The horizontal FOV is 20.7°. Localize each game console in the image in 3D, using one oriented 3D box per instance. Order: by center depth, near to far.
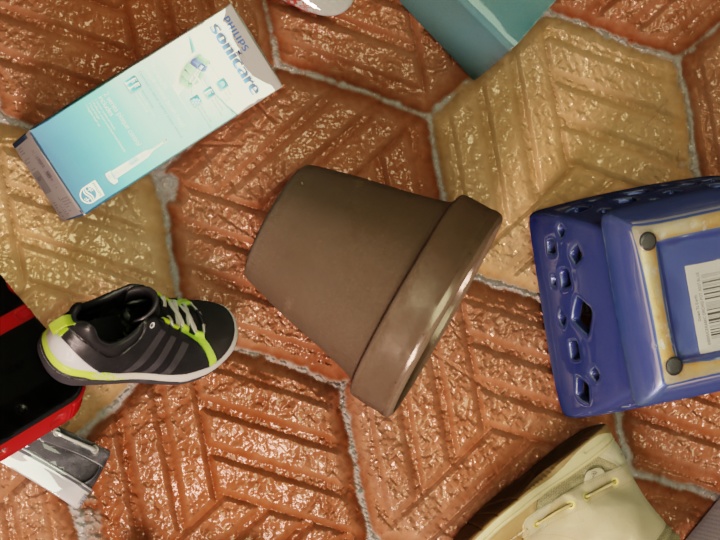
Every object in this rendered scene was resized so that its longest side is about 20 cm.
[{"bbox_3d":[-0.339,0.082,1.605,0.177,0.031,0.200,47,47,13],"label":"game console"}]

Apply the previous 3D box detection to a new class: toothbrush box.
[{"bbox_3d":[-0.181,-0.130,1.654,0.200,0.146,0.085,-33,98,-12],"label":"toothbrush box"}]

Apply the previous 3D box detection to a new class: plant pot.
[{"bbox_3d":[0.000,0.000,1.695,0.175,0.200,0.200,28,82,6],"label":"plant pot"},{"bbox_3d":[0.087,-0.297,1.738,0.200,0.141,0.141,42,79,-3],"label":"plant pot"},{"bbox_3d":[0.283,0.021,1.758,0.200,0.180,0.200,-11,92,-16],"label":"plant pot"}]

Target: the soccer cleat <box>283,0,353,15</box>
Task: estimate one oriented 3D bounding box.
[{"bbox_3d":[-0.079,-0.300,1.715,0.069,0.085,0.200,-45,100,-12],"label":"soccer cleat"}]

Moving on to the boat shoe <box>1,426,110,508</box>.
[{"bbox_3d":[-0.302,0.122,1.656,0.200,0.072,0.068,33,80,-12],"label":"boat shoe"}]

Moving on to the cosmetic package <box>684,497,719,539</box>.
[{"bbox_3d":[0.420,0.280,1.820,0.199,0.123,0.200,43,78,-11],"label":"cosmetic package"}]

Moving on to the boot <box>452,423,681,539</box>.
[{"bbox_3d":[0.186,0.255,1.783,0.200,0.073,0.155,-37,95,-18],"label":"boot"}]

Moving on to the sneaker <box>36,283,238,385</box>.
[{"bbox_3d":[-0.174,0.050,1.650,0.200,0.083,0.072,-10,58,-41],"label":"sneaker"}]
